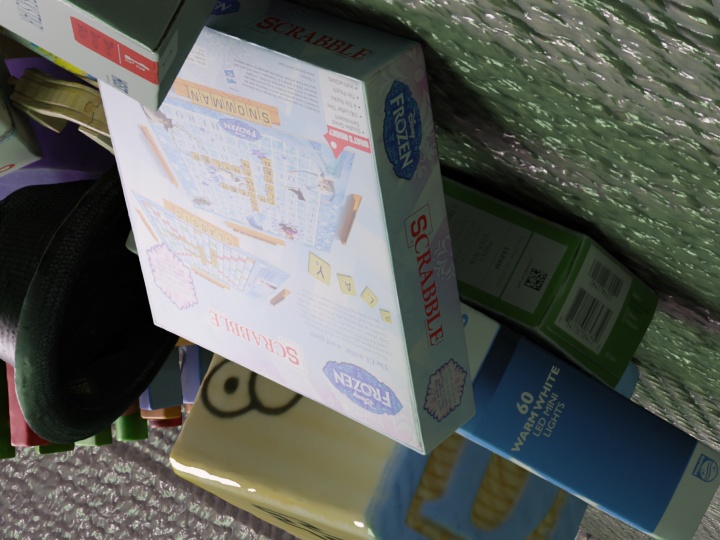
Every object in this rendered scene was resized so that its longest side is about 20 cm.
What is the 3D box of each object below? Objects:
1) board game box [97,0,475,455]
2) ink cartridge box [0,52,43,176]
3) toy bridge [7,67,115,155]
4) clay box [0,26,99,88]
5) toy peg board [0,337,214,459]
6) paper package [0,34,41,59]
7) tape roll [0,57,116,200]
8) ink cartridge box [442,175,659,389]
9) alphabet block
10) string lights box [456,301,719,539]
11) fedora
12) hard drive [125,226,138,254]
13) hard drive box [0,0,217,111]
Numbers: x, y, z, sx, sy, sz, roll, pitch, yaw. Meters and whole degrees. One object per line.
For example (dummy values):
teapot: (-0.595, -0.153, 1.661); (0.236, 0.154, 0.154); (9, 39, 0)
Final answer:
board game box: (-0.040, -0.034, 1.028); (0.199, 0.041, 0.201); (24, 135, 40)
ink cartridge box: (-0.287, -0.116, 1.214); (0.200, 0.146, 0.146); (72, 174, -80)
toy bridge: (-0.126, -0.075, 1.178); (0.199, 0.027, 0.067); (24, 174, 36)
clay box: (-0.106, -0.110, 1.154); (0.199, 0.048, 0.115); (28, 174, -11)
toy peg board: (-0.177, 0.084, 1.591); (0.198, 0.099, 0.199); (-2, -178, 44)
paper package: (-0.296, -0.133, 1.518); (0.190, 0.104, 0.200); (23, 171, 39)
tape roll: (-0.206, -0.047, 1.415); (0.198, 0.086, 0.201); (-5, 149, -3)
ink cartridge box: (0.054, -0.010, 1.193); (0.199, 0.060, 0.104); (24, 174, 35)
alphabet block: (0.029, 0.097, 1.439); (0.199, 0.197, 0.196); (13, 163, 45)
string lights box: (0.087, 0.072, 1.148); (0.199, 0.059, 0.103); (29, 176, -27)
fedora: (-0.172, 0.002, 1.286); (0.091, 0.202, 0.201); (19, 171, 19)
hard drive: (-0.019, 0.020, 1.224); (0.199, 0.026, 0.131); (29, 167, -33)
hard drive box: (-0.151, -0.156, 0.885); (0.199, 0.077, 0.156); (28, 174, -2)
